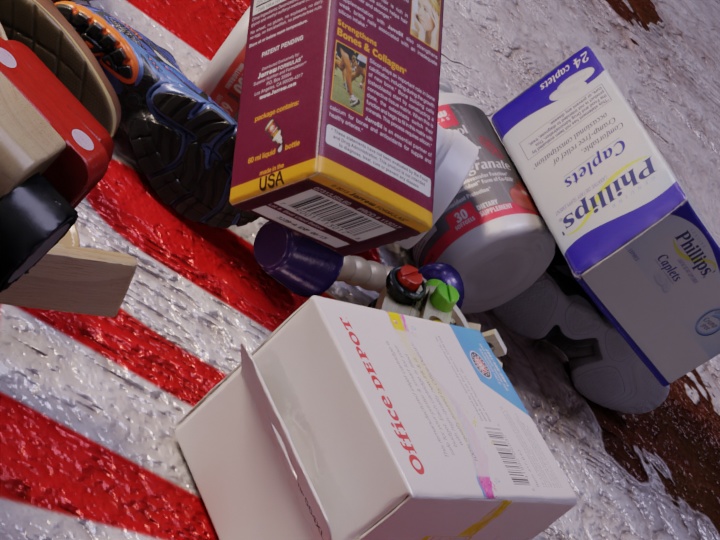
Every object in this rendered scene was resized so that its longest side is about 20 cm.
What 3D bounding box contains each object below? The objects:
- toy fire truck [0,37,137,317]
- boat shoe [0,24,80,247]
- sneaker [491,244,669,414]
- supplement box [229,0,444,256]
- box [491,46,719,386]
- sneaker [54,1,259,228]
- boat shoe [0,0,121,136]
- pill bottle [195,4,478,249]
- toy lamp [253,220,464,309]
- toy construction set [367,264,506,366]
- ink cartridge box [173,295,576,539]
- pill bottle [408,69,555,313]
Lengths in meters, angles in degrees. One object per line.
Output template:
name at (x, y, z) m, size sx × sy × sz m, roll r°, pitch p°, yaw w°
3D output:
toy fire truck at (-0.169, -0.018, 0.720) m, size 0.129 × 0.176 × 0.200 m, roll 45°, pitch 24°, yaw -4°
boat shoe at (-0.206, -0.082, 0.885) m, size 0.072 × 0.065 × 0.201 m, roll 8°, pitch 46°, yaw -55°
sneaker at (0.193, 0.035, 1.368) m, size 0.199 × 0.075 × 0.114 m, roll 37°, pitch 29°, yaw -18°
supplement box at (-0.012, -0.127, 1.033) m, size 0.110 × 0.085 × 0.202 m, roll 24°, pitch 61°, yaw -41°
box at (0.216, -0.043, 1.263) m, size 0.184 × 0.104 × 0.201 m, roll 44°, pitch 17°, yaw -43°
sneaker at (-0.132, -0.112, 1.048) m, size 0.200 × 0.075 × 0.079 m, roll 45°, pitch 21°, yaw -11°
boat shoe at (-0.219, -0.157, 0.968) m, size 0.200 × 0.072 × 0.068 m, roll 45°, pitch 26°, yaw -2°
pill bottle at (-0.017, -0.113, 1.160) m, size 0.199 × 0.116 × 0.116 m, roll 36°, pitch 26°, yaw -7°
toy lamp at (0.000, 0.000, 1.121) m, size 0.199 × 0.058 × 0.059 m, roll 14°, pitch 41°, yaw -51°
toy construction set at (0.059, 0.071, 1.071) m, size 0.130 × 0.093 × 0.200 m, roll 27°, pitch 23°, yaw -8°
ink cartridge box at (0.002, 0.109, 0.880) m, size 0.199 × 0.125 × 0.129 m, roll 14°, pitch 41°, yaw -52°
pill bottle at (0.071, -0.074, 1.284) m, size 0.110 × 0.111 × 0.201 m, roll 16°, pitch 39°, yaw -49°
